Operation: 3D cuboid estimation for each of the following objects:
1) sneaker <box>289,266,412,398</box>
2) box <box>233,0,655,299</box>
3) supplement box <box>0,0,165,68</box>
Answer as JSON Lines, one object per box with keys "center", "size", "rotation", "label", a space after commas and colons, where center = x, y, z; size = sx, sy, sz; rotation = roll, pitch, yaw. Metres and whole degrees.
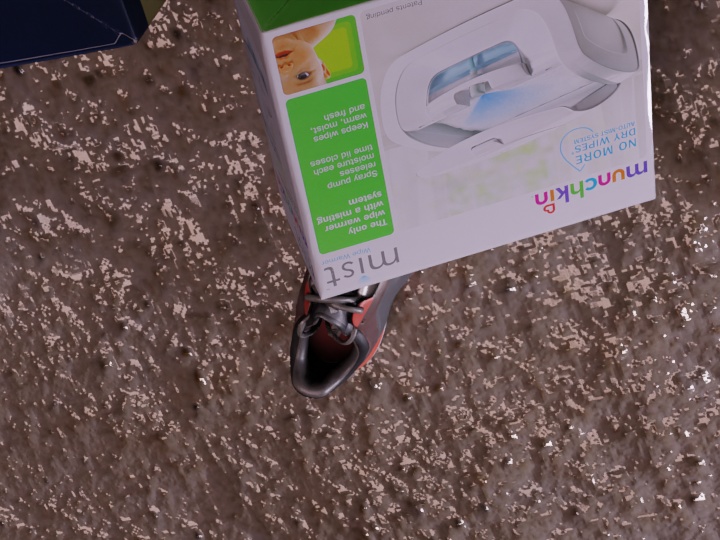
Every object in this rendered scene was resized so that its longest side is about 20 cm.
{"center": [0.000, 0.000, 0.982], "size": [0.077, 0.082, 0.201], "rotation": [17, 121, 6], "label": "sneaker"}
{"center": [0.046, -0.103, 0.831], "size": [0.199, 0.097, 0.177], "rotation": [-16, 130, -7], "label": "box"}
{"center": [-0.176, -0.241, 0.821], "size": [0.133, 0.200, 0.201], "rotation": [-6, 123, 18], "label": "supplement box"}
